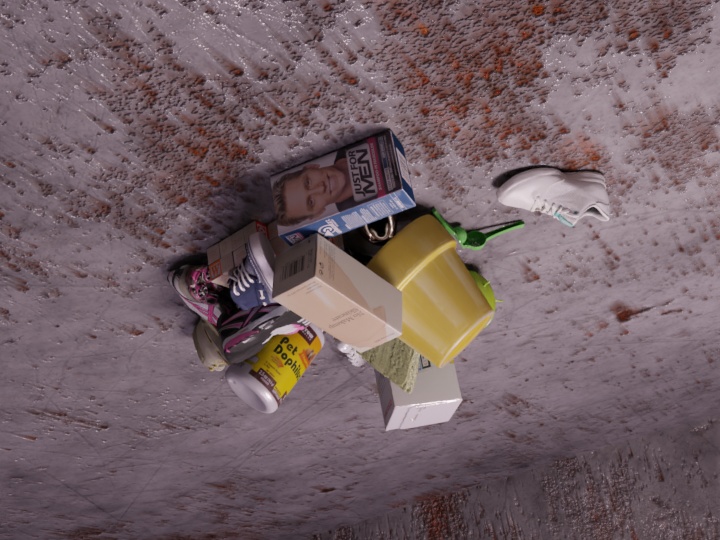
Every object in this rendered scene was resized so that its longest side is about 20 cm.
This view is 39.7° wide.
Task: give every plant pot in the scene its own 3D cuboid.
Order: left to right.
[{"bbox_3d":[0.110,0.046,1.632,0.200,0.189,0.201,-41,166,-12],"label":"plant pot"}]

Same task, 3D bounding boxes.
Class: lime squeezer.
[{"bbox_3d":[0.189,-0.065,1.704,0.197,0.038,0.071,7,149,-32],"label":"lime squeezer"}]

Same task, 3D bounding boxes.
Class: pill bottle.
[{"bbox_3d":[-0.135,0.135,1.706,0.108,0.201,0.110,29,154,16],"label":"pill bottle"}]

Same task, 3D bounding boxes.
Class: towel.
[{"bbox_3d":[0.057,0.123,1.872,0.036,0.147,0.203,-31,142,-37],"label":"towel"}]

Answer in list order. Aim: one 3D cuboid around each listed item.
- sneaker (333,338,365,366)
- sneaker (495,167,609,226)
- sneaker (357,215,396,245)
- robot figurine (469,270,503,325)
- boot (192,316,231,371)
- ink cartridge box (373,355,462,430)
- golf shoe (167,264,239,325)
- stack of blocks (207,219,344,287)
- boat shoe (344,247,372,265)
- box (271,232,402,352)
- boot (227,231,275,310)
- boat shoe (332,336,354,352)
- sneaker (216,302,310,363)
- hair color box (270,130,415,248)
[{"bbox_3d":[-0.003,0.134,2.000,0.080,0.076,0.200,-23,154,4],"label":"sneaker"},{"bbox_3d":[0.316,-0.110,1.603,0.196,0.090,0.075,-3,155,-17],"label":"sneaker"},{"bbox_3d":[0.022,-0.072,1.572,0.069,0.077,0.201,-13,154,5],"label":"sneaker"},{"bbox_3d":[0.167,0.072,1.882,0.197,0.118,0.175,-21,144,19],"label":"robot figurine"},{"bbox_3d":[-0.234,0.156,1.813,0.072,0.201,0.155,-31,169,-30],"label":"boot"},{"bbox_3d":[0.108,0.200,2.023,0.141,0.204,0.148,-6,155,-10],"label":"ink cartridge box"},{"bbox_3d":[-0.244,0.052,1.700,0.091,0.074,0.200,4,147,41],"label":"golf shoe"},{"bbox_3d":[-0.138,-0.033,1.604,0.198,0.060,0.114,-27,150,30],"label":"stack of blocks"},{"bbox_3d":[0.000,0.000,1.729,0.064,0.075,0.200,-18,164,3],"label":"boat shoe"},{"bbox_3d":[-0.031,0.037,1.483,0.094,0.079,0.199,-27,136,34],"label":"box"},{"bbox_3d":[-0.166,0.011,1.525,0.089,0.074,0.201,-17,155,2],"label":"boot"},{"bbox_3d":[-0.022,0.094,1.702,0.065,0.074,0.200,-44,-179,5],"label":"boat shoe"},{"bbox_3d":[-0.151,0.063,1.641,0.197,0.087,0.081,-26,150,-16],"label":"sneaker"},{"bbox_3d":[-0.027,-0.114,1.435,0.197,0.102,0.060,-20,153,17],"label":"hair color box"}]
